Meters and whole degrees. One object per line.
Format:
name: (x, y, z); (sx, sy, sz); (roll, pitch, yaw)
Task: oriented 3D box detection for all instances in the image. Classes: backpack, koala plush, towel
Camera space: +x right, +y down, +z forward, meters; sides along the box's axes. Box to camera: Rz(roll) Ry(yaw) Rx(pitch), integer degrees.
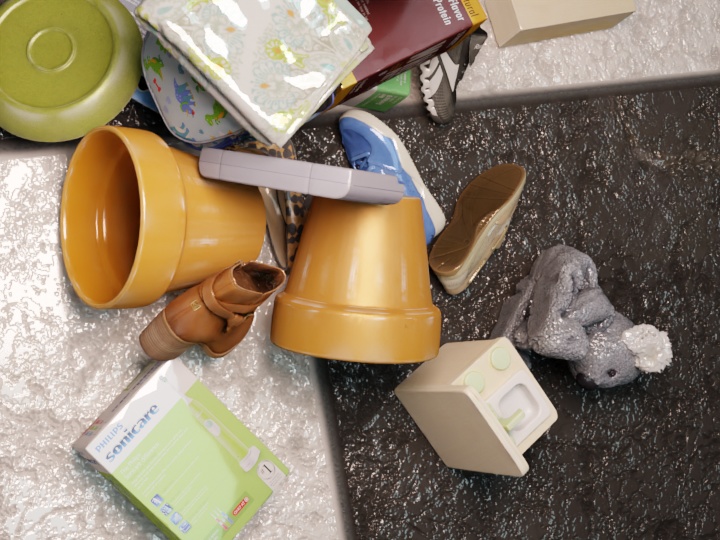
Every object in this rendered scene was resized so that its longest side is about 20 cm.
backpack: (-0.152, -0.223, 1.299); (0.147, 0.200, 0.184); (-28, 98, -43)
koala plush: (0.301, 0.083, 1.567); (0.200, 0.177, 0.184); (31, 63, -14)
towel: (-0.100, -0.245, 1.190); (0.200, 0.048, 0.171); (44, 69, -14)

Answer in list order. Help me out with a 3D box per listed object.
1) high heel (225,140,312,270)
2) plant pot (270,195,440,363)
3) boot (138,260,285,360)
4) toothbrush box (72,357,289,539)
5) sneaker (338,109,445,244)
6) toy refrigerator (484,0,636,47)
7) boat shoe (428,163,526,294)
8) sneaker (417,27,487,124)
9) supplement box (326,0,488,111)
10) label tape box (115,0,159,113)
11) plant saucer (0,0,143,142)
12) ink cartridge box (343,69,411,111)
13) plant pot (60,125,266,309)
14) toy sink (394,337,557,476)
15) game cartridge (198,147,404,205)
high heel: (-0.125, -0.097, 1.442); (0.200, 0.071, 0.143); (30, 67, -28)
plant pot: (0.000, 0.000, 1.393); (0.199, 0.200, 0.184); (2, 96, -24)
boot: (-0.141, 0.038, 1.345); (0.074, 0.155, 0.200); (57, 27, 5)
toothbrush box: (-0.207, 0.218, 1.369); (0.200, 0.086, 0.146); (47, 69, -14)
sneaker: (0.017, -0.100, 1.504); (0.111, 0.077, 0.200); (-44, 109, -31)
toy refrigerator: (0.278, -0.371, 1.655); (0.199, 0.070, 0.076); (-15, 84, -25)
boat shoe: (0.161, -0.057, 1.577); (0.200, 0.072, 0.065); (-56, 143, -23)
sneaker: (0.120, -0.280, 1.527); (0.067, 0.090, 0.201); (-65, 153, -56)
supplement box: (0.003, -0.322, 1.385); (0.200, 0.133, 0.198); (-29, 91, -16)
label tape box: (-0.233, -0.287, 1.421); (0.143, 0.066, 0.201); (28, 79, -19)
plant saucer: (-0.346, -0.244, 1.336); (0.199, 0.031, 0.201); (-1, 73, 2)
ink cartridge box: (-0.040, -0.294, 1.495); (0.199, 0.084, 0.147); (6, 82, -23)
plant pot: (-0.216, -0.057, 1.347); (0.183, 0.200, 0.201); (1, 84, -39)
toy sink: (0.155, 0.166, 1.473); (0.112, 0.200, 0.131); (-39, 100, -22)
game cartridge: (-0.069, -0.102, 1.274); (0.133, 0.199, 0.041); (9, 92, -58)
